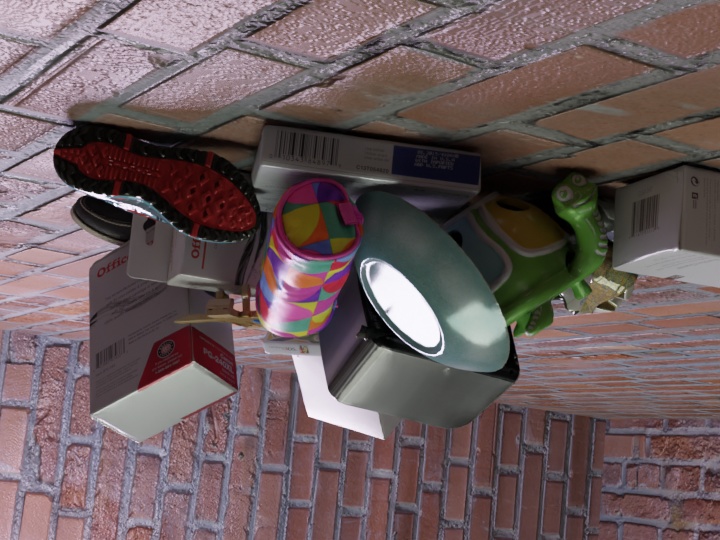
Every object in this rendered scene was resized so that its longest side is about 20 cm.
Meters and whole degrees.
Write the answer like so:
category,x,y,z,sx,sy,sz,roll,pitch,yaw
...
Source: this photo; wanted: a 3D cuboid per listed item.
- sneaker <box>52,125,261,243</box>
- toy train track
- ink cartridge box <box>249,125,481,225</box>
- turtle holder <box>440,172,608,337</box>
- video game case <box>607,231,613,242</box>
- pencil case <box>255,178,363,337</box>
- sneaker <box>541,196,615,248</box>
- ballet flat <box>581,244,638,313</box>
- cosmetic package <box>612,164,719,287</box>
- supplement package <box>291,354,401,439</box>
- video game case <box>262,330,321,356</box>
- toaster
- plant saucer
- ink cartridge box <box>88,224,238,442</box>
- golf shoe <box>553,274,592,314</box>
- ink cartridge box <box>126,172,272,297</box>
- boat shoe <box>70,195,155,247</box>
category,x,y,z,sx,sy,sz,roll,pitch,yaw
sneaker,-0.185,-0.083,1.283,0.199,0.080,0.096,22,176,-4
toy train track,-0.122,0.038,1.394,0.114,0.033,0.200,-3,173,7
ink cartridge box,-0.002,-0.082,1.270,0.198,0.041,0.200,7,170,-8
turtle holder,0.139,-0.006,1.274,0.141,0.132,0.185,-30,176,-30
video game case,0.340,-0.033,1.439,0.142,0.019,0.200,0,168,27
pencil case,-0.048,-0.008,1.243,0.088,0.089,0.200,7,158,-7
sneaker,0.199,-0.028,1.368,0.075,0.080,0.200,10,168,-23
ballet flat,0.285,0.019,1.607,0.070,0.071,0.200,6,168,0
cosmetic package,0.343,-0.032,1.247,0.199,0.082,0.113,10,168,-20
supplement package,0.025,0.089,1.671,0.121,0.200,0.120,13,131,33
video game case,0.001,0.035,1.628,0.181,0.200,0.023,1,126,23
toaster,0.051,0.052,1.418,0.199,0.182,0.119,15,133,-24
plant saucer,0.049,0.021,1.225,0.039,0.202,0.201,-38,-172,-22
ink cartridge box,-0.216,0.060,1.477,0.145,0.201,0.083,-28,139,23
golf shoe,0.163,0.004,1.527,0.199,0.098,0.078,2,172,29
ink cartridge box,-0.129,-0.037,1.385,0.199,0.117,0.068,8,169,-19
boat shoe,-0.225,-0.062,1.545,0.199,0.073,0.063,14,126,-15
